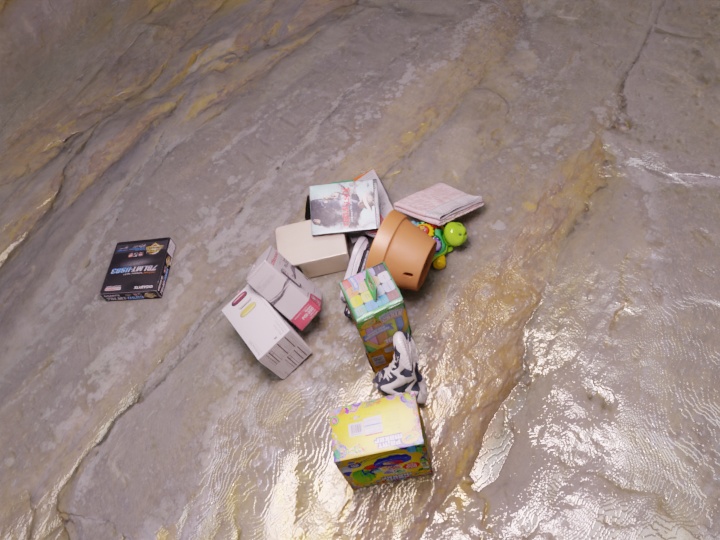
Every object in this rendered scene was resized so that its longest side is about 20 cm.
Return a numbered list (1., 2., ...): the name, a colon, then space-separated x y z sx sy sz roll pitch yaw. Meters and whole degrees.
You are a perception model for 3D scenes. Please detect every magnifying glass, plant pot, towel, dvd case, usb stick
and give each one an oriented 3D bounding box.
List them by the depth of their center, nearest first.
1. plant pot: 0.112 -0.039 1.586 0.138 0.201 0.202 22 63 14
2. usb stick: 0.005 0.038 1.663 0.055 0.032 0.204 23 74 -19
3. dvd case: -0.044 -0.177 1.710 0.195 0.022 0.150 -4 78 5
4. towel: 0.226 -0.196 1.759 0.198 0.033 0.190 -25 34 -32
5. magnifying glass: -0.038 -0.272 1.950 0.197 0.023 0.080 -28 54 -4

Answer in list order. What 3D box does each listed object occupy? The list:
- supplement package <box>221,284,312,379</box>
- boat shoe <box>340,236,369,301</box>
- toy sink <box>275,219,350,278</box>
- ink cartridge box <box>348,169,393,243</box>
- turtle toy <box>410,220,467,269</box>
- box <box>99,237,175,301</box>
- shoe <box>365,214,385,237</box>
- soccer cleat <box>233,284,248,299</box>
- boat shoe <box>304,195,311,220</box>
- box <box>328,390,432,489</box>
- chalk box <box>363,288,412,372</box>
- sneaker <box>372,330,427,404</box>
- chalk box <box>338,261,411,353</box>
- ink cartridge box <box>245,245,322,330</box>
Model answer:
1. supplement package: -0.248 0.160 1.611 0.111 0.156 0.200 -43 57 -5
2. boat shoe: 0.000 0.000 1.728 0.064 0.074 0.204 12 71 13
3. toy sink: -0.134 -0.062 1.761 0.195 0.112 0.133 -13 65 2
4. ink cartridge box: 0.015 -0.187 1.838 0.161 0.057 0.202 -32 58 11
5. turtle toy: 0.202 -0.087 1.710 0.195 0.102 0.148 -6 55 10
6. box: -0.698 -0.004 1.916 0.195 0.050 0.202 -4 55 13
7. shoe: 0.000 -0.174 1.752 0.072 0.091 0.200 -45 52 0
8. soccer cleat: -0.270 0.070 1.747 0.196 0.067 0.077 -21 58 -4
9. boat shoe: -0.124 -0.179 1.846 0.072 0.077 0.200 5 17 -17
10. box: 0.049 0.385 1.368 0.196 0.194 0.124 -13 53 5
11. chalk box: 0.063 0.136 1.578 0.121 0.126 0.203 -14 55 4
12. sneaker: 0.078 0.241 1.473 0.127 0.202 0.080 -9 33 21
13. chalk box: 0.032 0.077 1.425 0.122 0.201 0.126 -24 53 -3
14. ink cartridge box: -0.200 0.044 1.630 0.085 0.199 0.146 -46 14 12
